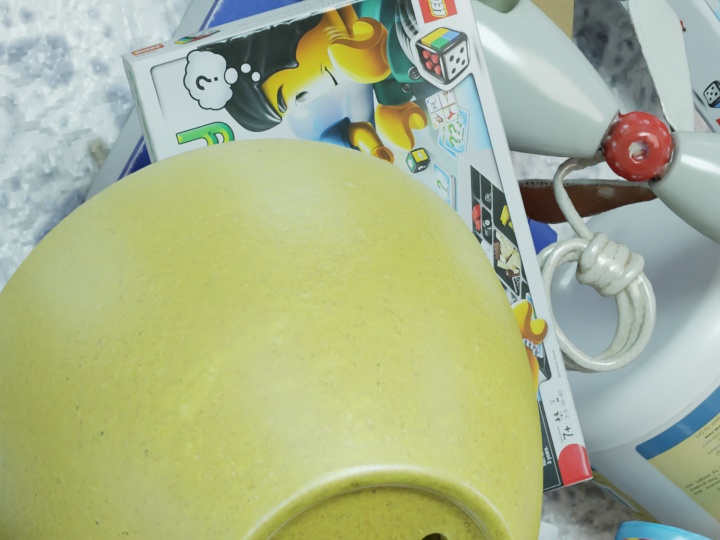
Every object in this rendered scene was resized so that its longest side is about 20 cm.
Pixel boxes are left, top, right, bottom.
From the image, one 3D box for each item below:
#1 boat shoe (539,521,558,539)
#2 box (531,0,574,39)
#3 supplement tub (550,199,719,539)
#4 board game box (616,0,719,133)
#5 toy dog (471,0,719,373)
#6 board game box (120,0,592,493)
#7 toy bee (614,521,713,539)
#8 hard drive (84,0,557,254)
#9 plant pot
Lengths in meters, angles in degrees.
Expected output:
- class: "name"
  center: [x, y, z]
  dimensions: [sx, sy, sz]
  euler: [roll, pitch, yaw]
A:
- class: "boat shoe"
  center: [-0.004, 0.118, 1.017]
  dimensions: [0.200, 0.072, 0.068]
  euler: [18, 75, -38]
- class: "box"
  center: [0.036, -0.184, 1.098]
  dimensions: [0.163, 0.021, 0.200]
  euler: [36, 43, -31]
- class: "supplement tub"
  center: [0.179, 0.064, 1.124]
  dimensions: [0.200, 0.145, 0.145]
  euler: [40, 59, -27]
- class: "board game box"
  center: [0.134, -0.170, 1.155]
  dimensions: [0.200, 0.035, 0.126]
  euler: [48, 36, -33]
- class: "toy dog"
  center: [0.070, -0.067, 1.000]
  dimensions: [0.132, 0.096, 0.200]
  euler: [-42, 102, 3]
- class: "board game box"
  center: [0.000, 0.000, 0.933]
  dimensions: [0.126, 0.035, 0.200]
  euler: [-17, 102, -8]
- class: "toy bee"
  center: [0.131, 0.142, 1.004]
  dimensions: [0.200, 0.109, 0.131]
  euler: [1, 88, -36]
- class: "hard drive"
  center: [-0.010, -0.021, 1.064]
  dimensions: [0.200, 0.025, 0.132]
  euler: [40, 59, -26]
- class: "plant pot"
  center: [-0.019, 0.076, 0.828]
  dimensions: [0.200, 0.142, 0.200]
  euler: [-8, 117, -16]
